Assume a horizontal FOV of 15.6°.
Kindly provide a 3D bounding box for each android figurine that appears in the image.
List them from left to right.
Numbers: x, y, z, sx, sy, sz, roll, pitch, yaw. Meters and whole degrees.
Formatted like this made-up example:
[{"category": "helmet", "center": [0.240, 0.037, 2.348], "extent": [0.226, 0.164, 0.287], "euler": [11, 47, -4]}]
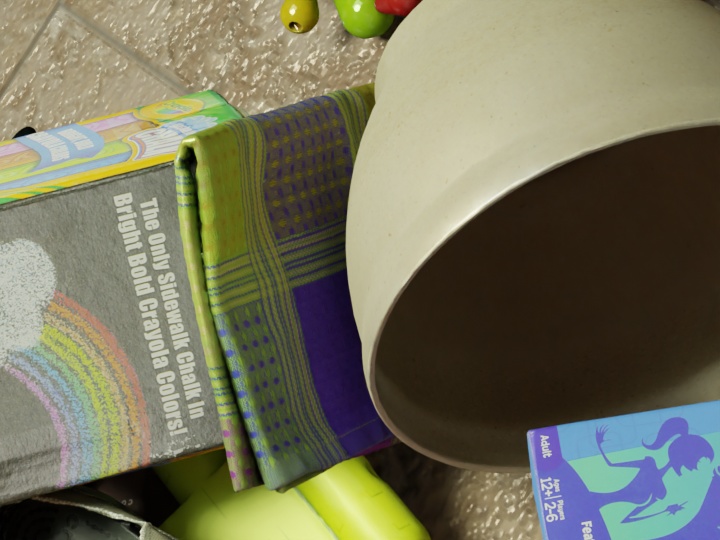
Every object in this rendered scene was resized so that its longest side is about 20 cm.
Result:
[{"category": "android figurine", "center": [-0.047, 0.157, 1.092], "extent": [0.182, 0.041, 0.200], "euler": [-43, 66, 8]}]

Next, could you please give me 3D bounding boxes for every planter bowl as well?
[{"category": "planter bowl", "center": [0.080, -0.037, 0.999], "extent": [0.200, 0.200, 0.135], "euler": [-37, 51, 23]}]

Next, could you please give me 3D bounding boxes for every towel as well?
[{"category": "towel", "center": [0.000, 0.000, 1.038], "extent": [0.023, 0.200, 0.144], "euler": [-9, 94, 34]}]

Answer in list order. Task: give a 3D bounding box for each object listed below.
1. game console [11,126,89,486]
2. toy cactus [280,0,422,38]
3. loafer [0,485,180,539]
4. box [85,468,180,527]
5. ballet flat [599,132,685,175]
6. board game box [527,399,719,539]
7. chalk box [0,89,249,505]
[{"category": "game console", "center": [-0.171, 0.048, 1.238], "extent": [0.176, 0.116, 0.200], "euler": [35, 94, 19]}, {"category": "toy cactus", "center": [-0.047, -0.189, 1.294], "extent": [0.102, 0.200, 0.165], "euler": [-32, -4, -29]}, {"category": "loafer", "center": [-0.075, 0.143, 1.045], "extent": [0.199, 0.070, 0.076], "euler": [23, 86, 27]}, {"category": "box", "center": [-0.099, 0.052, 1.231], "extent": [0.100, 0.075, 0.201], "euler": [-12, 60, 39]}, {"category": "ballet flat", "center": [0.064, -0.042, 1.134], "extent": [0.199, 0.068, 0.068], "euler": [-16, 73, 39]}, {"category": "board game box", "center": [0.165, 0.111, 0.880], "extent": [0.199, 0.045, 0.153], "euler": [-9, 54, 1]}, {"category": "chalk box", "center": [-0.087, 0.004, 1.084], "extent": [0.199, 0.125, 0.124], "euler": [-14, 15, -10]}]
